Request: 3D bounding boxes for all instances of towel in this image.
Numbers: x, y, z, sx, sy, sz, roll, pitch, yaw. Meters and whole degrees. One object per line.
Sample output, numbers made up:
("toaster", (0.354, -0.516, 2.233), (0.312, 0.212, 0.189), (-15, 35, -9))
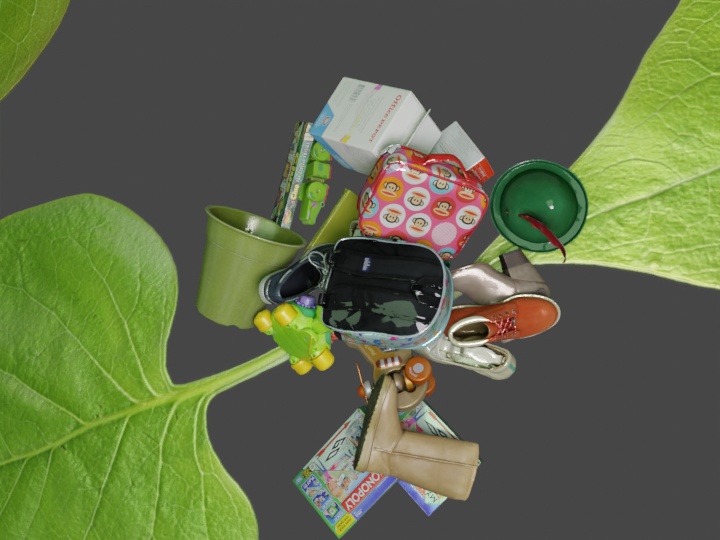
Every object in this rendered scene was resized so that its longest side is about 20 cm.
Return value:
("towel", (-0.059, -0.056, 1.359), (0.018, 0.086, 0.200), (36, 93, 35))

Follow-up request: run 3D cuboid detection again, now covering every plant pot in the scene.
("plant pot", (-0.226, 0.000, 1.364), (0.199, 0.200, 0.191), (26, 103, 19))

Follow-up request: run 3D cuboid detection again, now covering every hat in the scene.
("hat", (0.302, -0.120, 1.204), (0.200, 0.176, 0.166), (35, 93, 19))

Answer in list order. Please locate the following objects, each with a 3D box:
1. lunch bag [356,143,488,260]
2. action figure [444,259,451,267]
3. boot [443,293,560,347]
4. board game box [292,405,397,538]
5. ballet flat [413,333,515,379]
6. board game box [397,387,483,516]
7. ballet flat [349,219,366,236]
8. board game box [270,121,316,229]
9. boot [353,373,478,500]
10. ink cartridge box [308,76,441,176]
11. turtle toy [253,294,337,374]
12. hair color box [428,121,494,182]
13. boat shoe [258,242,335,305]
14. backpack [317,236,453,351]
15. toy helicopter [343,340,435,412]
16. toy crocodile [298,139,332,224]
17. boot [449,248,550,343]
("lunch bag", (0.106, -0.120, 1.199), (0.199, 0.082, 0.177), (19, 123, -17))
("action figure", (0.126, -0.031, 1.316), (0.118, 0.055, 0.201), (26, 86, 22))
("boot", (0.232, 0.088, 1.172), (0.199, 0.107, 0.075), (-9, 97, 4))
("board game box", (-0.015, 0.359, 1.286), (0.135, 0.029, 0.200), (46, 108, 19))
("ballet flat", (0.173, 0.137, 1.260), (0.199, 0.069, 0.070), (14, 86, 19))
("board game box", (0.100, 0.313, 1.284), (0.200, 0.029, 0.135), (45, 95, 18))
("ballet flat", (0.000, 0.000, 1.341), (0.069, 0.069, 0.201), (-1, 82, 17))
("board game box", (-0.128, -0.185, 1.377), (0.023, 0.105, 0.201), (13, 98, -22))
("boot", (0.102, 0.277, 1.200), (0.199, 0.066, 0.176), (15, 96, -9))
("ink cartridge box", (0.035, -0.245, 1.292), (0.200, 0.125, 0.129), (27, 81, 42))
("turtle toy", (-0.091, 0.101, 1.307), (0.146, 0.101, 0.200), (51, 144, -14))
("hair color box", (0.128, -0.164, 1.312), (0.200, 0.064, 0.111), (-35, 53, 9))
("boat shoe", (-0.090, 0.004, 1.288), (0.062, 0.200, 0.075), (4, 112, 47))
("backpack", (0.052, 0.042, 1.179), (0.199, 0.151, 0.178), (3, 70, 24))
("toy helicopter", (0.031, 0.171, 1.277), (0.132, 0.079, 0.200), (-39, 60, -12))
("toy crocodile", (-0.083, -0.186, 1.401), (0.067, 0.062, 0.201), (-1, 80, 59))
("boot", (0.229, 0.054, 1.250), (0.199, 0.070, 0.147), (-18, 86, 5))
